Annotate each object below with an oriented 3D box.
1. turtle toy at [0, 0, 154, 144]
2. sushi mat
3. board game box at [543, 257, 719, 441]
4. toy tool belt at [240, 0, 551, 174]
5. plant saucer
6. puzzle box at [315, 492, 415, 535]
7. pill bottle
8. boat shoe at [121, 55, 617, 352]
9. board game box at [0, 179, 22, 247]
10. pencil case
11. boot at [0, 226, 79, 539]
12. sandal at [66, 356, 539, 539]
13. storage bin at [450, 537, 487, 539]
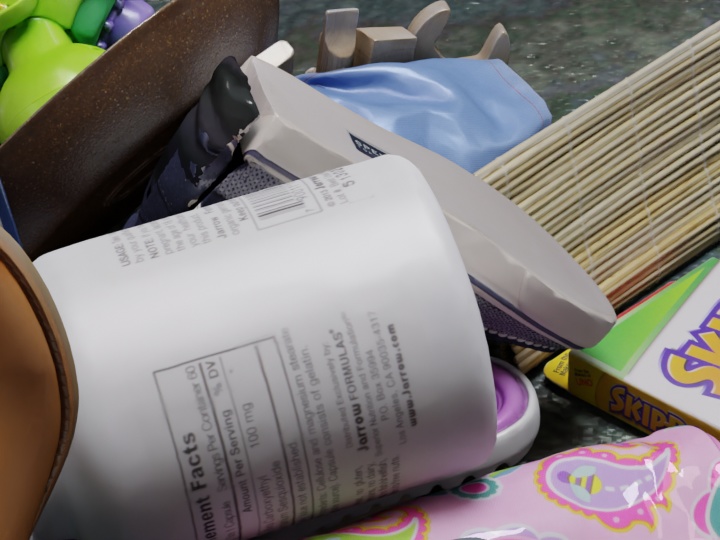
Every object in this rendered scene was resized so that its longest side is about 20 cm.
[{"bbox_3d":[-0.157,-0.120,1.315,0.145,0.101,0.200,-28,38,5],"label":"turtle toy"},{"bbox_3d":[0.121,-0.038,1.179,0.012,0.096,0.200,11,33,45],"label":"sushi mat"},{"bbox_3d":[0.175,0.053,1.104,0.200,0.030,0.095,25,42,39],"label":"board game box"},{"bbox_3d":[0.023,-0.053,1.156,0.199,0.123,0.125,-14,41,-34],"label":"toy tool belt"},{"bbox_3d":[-0.101,-0.052,1.151,0.037,0.200,0.200,49,49,2],"label":"plant saucer"},{"bbox_3d":[-0.077,0.058,1.112,0.133,0.026,0.200,-16,36,-18],"label":"puzzle box"},{"bbox_3d":[-0.063,0.040,0.950,0.199,0.115,0.114,-16,35,-9],"label":"pill bottle"},{"bbox_3d":[0.000,0.000,1.061,0.200,0.093,0.075,30,20,-28],"label":"boat shoe"},{"bbox_3d":[-0.220,0.031,1.040,0.199,0.136,0.034,-21,33,-10],"label":"board game box"},{"bbox_3d":[0.039,0.116,0.961,0.199,0.088,0.087,-13,35,-17],"label":"pencil case"},{"bbox_3d":[-0.136,0.094,0.809,0.073,0.201,0.155,5,30,9],"label":"boot"},{"bbox_3d":[-0.028,0.061,1.036,0.202,0.050,0.082,-18,37,-24],"label":"sandal"},{"bbox_3d":[-0.019,0.174,0.839,0.199,0.135,0.146,-11,34,-11],"label":"storage bin"}]
